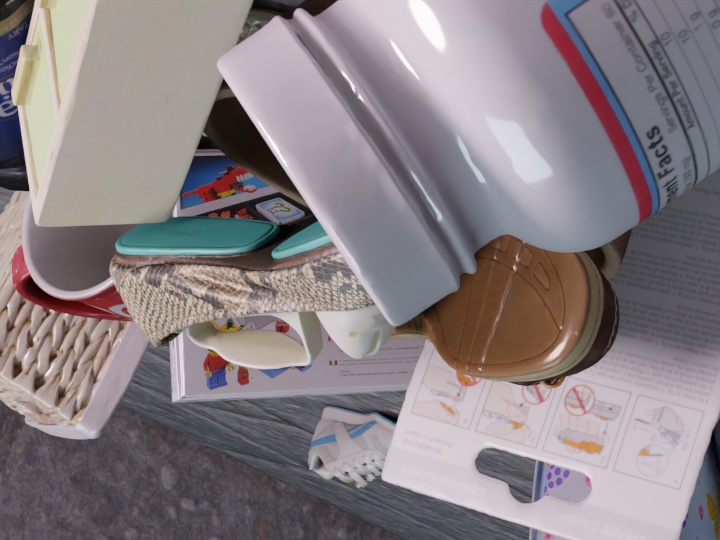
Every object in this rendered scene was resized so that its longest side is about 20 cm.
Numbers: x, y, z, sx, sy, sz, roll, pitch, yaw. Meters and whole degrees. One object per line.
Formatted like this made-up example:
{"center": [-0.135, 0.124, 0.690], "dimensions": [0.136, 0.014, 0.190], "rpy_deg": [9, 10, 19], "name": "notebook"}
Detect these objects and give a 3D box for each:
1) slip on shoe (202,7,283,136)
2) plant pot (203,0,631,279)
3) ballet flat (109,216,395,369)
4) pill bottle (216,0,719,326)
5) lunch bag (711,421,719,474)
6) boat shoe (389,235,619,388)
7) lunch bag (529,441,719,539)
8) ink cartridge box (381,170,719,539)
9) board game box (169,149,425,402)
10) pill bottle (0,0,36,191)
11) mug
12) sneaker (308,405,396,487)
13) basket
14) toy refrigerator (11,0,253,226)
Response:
{"center": [-0.075, -0.102, 1.007], "dimensions": [0.200, 0.074, 0.061], "rpy_deg": [-1, -167, 44], "name": "slip on shoe"}
{"center": [0.035, -0.073, 0.849], "dimensions": [0.201, 0.093, 0.201], "rpy_deg": [21, 167, 5], "name": "plant pot"}
{"center": [-0.027, 0.006, 0.836], "dimensions": [0.200, 0.068, 0.075], "rpy_deg": [-8, 110, 41], "name": "ballet flat"}
{"center": [0.068, -0.075, 0.485], "dimensions": [0.109, 0.200, 0.109], "rpy_deg": [56, 180, 0], "name": "pill bottle"}
{"center": [0.314, 0.131, 1.214], "dimensions": [0.200, 0.127, 0.170], "rpy_deg": [52, 164, -4], "name": "lunch bag"}
{"center": [0.065, 0.015, 0.820], "dimensions": [0.072, 0.072, 0.200], "rpy_deg": [16, 174, -23], "name": "boat shoe"}
{"center": [0.188, 0.148, 1.306], "dimensions": [0.127, 0.200, 0.170], "rpy_deg": [-2, 158, 23], "name": "lunch bag"}
{"center": [0.115, 0.031, 0.909], "dimensions": [0.160, 0.200, 0.047], "rpy_deg": [13, 167, 33], "name": "ink cartridge box"}
{"center": [0.000, 0.000, 0.979], "dimensions": [0.200, 0.126, 0.035], "rpy_deg": [-2, 175, -13], "name": "board game box"}
{"center": [-0.183, -0.118, 0.928], "dimensions": [0.112, 0.112, 0.200], "rpy_deg": [19, 161, 12], "name": "pill bottle"}
{"center": [-0.129, -0.017, 1.318], "dimensions": [0.177, 0.134, 0.200], "rpy_deg": [10, 168, 43], "name": "mug"}
{"center": [0.012, 0.207, 2.165], "dimensions": [0.076, 0.081, 0.200], "rpy_deg": [29, 165, -27], "name": "sneaker"}
{"center": [-0.220, 0.011, 1.430], "dimensions": [0.123, 0.200, 0.136], "rpy_deg": [33, 164, -21], "name": "basket"}
{"center": [-0.099, -0.100, 0.791], "dimensions": [0.070, 0.076, 0.200], "rpy_deg": [-3, 153, -19], "name": "toy refrigerator"}
